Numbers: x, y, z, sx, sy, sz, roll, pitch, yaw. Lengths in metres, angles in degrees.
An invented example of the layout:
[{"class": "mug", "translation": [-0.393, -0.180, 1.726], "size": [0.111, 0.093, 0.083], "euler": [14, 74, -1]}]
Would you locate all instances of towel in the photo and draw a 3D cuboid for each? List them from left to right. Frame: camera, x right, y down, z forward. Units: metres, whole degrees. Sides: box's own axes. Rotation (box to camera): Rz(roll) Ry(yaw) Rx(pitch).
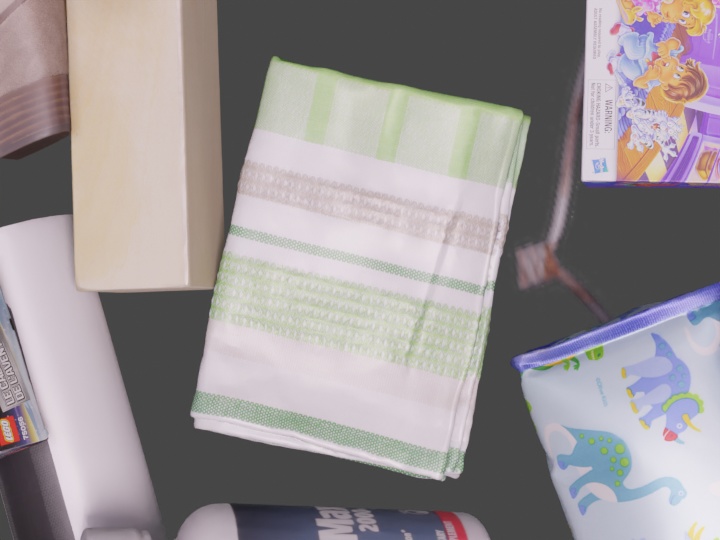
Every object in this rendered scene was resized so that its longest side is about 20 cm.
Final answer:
[{"class": "towel", "translation": [0.000, 0.000, 1.007], "size": [0.148, 0.031, 0.202], "euler": [12, 91, 1]}]

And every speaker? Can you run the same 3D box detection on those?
[{"class": "speaker", "translation": [-0.162, 0.074, 1.022], "size": [0.081, 0.081, 0.202], "euler": [-17, 86, 10]}]

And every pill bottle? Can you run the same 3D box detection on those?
[{"class": "pill bottle", "translation": [-0.039, 0.176, 0.944], "size": [0.198, 0.120, 0.121], "euler": [3, 89, -12]}]

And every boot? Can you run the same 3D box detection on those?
[{"class": "boot", "translation": [-0.243, -0.110, 0.988], "size": [0.199, 0.070, 0.147], "euler": [-22, 87, 0]}]

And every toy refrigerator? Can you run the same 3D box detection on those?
[{"class": "toy refrigerator", "translation": [-0.116, -0.090, 1.018], "size": [0.069, 0.076, 0.202], "euler": [-2, 89, 11]}]

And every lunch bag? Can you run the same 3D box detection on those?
[{"class": "lunch bag", "translation": [0.194, 0.086, 0.929], "size": [0.199, 0.127, 0.171], "euler": [-19, 87, 10]}]

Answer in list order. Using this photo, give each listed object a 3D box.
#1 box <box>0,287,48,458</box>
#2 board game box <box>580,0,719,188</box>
[{"class": "box", "translation": [-0.260, 0.053, 1.018], "size": [0.199, 0.040, 0.138], "euler": [-23, 84, 37]}, {"class": "board game box", "translation": [0.183, -0.143, 0.978], "size": [0.133, 0.045, 0.202], "euler": [1, 89, 11]}]
